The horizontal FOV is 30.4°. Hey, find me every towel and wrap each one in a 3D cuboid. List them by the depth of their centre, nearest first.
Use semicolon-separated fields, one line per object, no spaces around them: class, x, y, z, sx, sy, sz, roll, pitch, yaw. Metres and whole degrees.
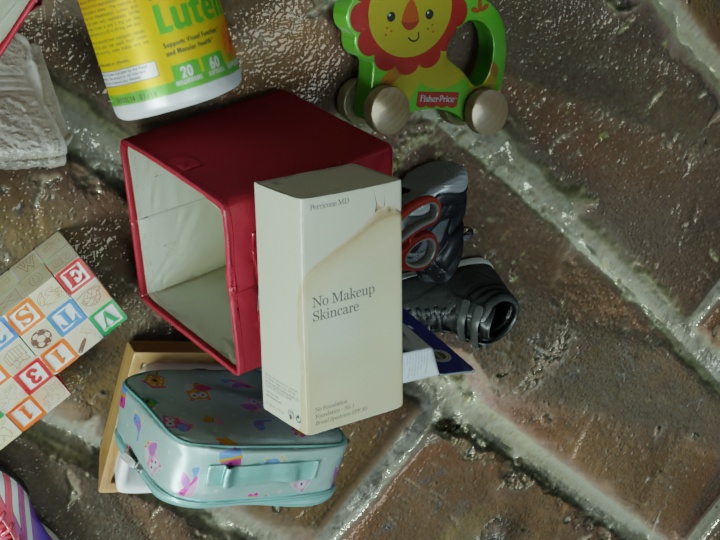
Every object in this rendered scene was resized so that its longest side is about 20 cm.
towel;-0.335;-0.133;1.039;0.199;0.133;0.035;-8;150;-31

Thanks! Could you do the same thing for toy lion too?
toy lion;0.062;-0.233;1.300;0.199;0.069;0.193;-3;109;-33

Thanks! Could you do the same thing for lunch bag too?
lunch bag;-0.122;0.157;1.217;0.199;0.160;0.077;3;113;-35

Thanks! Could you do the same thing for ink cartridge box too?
ink cartridge box;-0.017;0.055;1.310;0.199;0.200;0.041;-9;119;-29

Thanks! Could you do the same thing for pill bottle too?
pill bottle;-0.176;-0.233;1.078;0.111;0.111;0.201;-22;106;-22

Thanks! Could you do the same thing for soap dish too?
soap dish;-0.163;0.144;1.342;0.199;0.081;0.158;3;114;-35

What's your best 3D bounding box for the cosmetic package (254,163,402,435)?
cosmetic package;-0.024;0.022;1.091;0.103;0.073;0.201;-15;113;-33

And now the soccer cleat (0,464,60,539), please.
soccer cleat;-0.343;0.258;1.280;0.068;0.073;0.200;-18;130;6

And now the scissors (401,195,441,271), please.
scissors;0.000;0.000;1.158;0.200;0.014;0.073;-31;133;-30

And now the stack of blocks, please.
stack of blocks;-0.316;0.074;1.213;0.200;0.059;0.115;-39;131;-9

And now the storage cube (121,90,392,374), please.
storage cube;-0.091;-0.043;1.204;0.179;0.200;0.172;-22;125;-30

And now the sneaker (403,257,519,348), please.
sneaker;0.085;0.049;1.444;0.199;0.099;0.071;-19;126;-23

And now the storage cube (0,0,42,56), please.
storage cube;-0.324;-0.262;0.939;0.200;0.180;0.171;33;95;-42

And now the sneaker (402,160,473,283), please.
sneaker;0.039;-0.024;1.386;0.200;0.075;0.114;-32;126;-18
